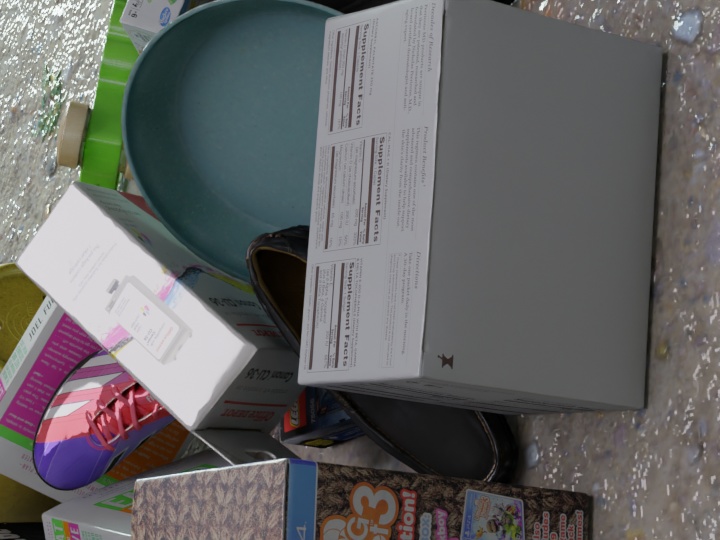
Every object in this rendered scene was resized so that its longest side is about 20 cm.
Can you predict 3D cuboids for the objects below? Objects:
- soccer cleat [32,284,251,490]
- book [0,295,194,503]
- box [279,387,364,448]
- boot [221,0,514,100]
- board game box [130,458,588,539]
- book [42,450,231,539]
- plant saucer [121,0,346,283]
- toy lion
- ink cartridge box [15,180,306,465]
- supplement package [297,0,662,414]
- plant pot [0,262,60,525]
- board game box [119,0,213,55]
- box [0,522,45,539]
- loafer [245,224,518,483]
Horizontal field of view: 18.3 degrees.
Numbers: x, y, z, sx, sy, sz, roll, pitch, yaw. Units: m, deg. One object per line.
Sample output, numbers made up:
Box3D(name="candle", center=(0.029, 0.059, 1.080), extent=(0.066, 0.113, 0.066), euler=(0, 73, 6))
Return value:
Box3D(name="soccer cleat", center=(-0.134, 0.072, 1.448), extent=(0.200, 0.068, 0.073), euler=(-42, 23, 2))
Box3D(name="book", center=(-0.160, 0.062, 1.498), extent=(0.200, 0.133, 0.048), euler=(-57, 27, 10))
Box3D(name="box", center=(0.000, 0.000, 1.397), extent=(0.137, 0.040, 0.201), euler=(-22, 64, 51))
Box3D(name="boot", center=(-0.009, -0.191, 1.376), extent=(0.210, 0.079, 0.158), euler=(-27, 55, 7))
Box3D(name="board game box", center=(-0.002, 0.164, 1.211), extent=(0.159, 0.199, 0.097), euler=(-14, 70, 54))
Box3D(name="book", center=(-0.095, 0.160, 1.398), extent=(0.200, 0.133, 0.048), euler=(2, 103, 55))
Box3D(name="plant saucer", center=(-0.040, -0.079, 1.311), extent=(0.200, 0.200, 0.036), euler=(-52, 9, 35))
Box3D(name="toy lion", center=(-0.186, -0.106, 1.660), extent=(0.192, 0.068, 0.201), euler=(-87, 10, -47))
Box3D(name="ink cartridge box", center=(-0.098, 0.037, 1.348), extent=(0.200, 0.116, 0.068), euler=(42, 101, 18))
Box3D(name="supplement package", center=(0.066, -0.030, 1.198), extent=(0.111, 0.155, 0.201), euler=(-6, 77, 54))
Box3D(name="plant pot", center=(-0.249, 0.075, 1.588), extent=(0.142, 0.199, 0.201), euler=(-57, 39, 46))
Box3D(name="board game box", center=(-0.092, -0.176, 1.411), extent=(0.200, 0.034, 0.135), euler=(67, -138, -73))
Box3D(name="box", center=(-0.174, 0.210, 1.492), extent=(0.200, 0.159, 0.050), euler=(14, 100, 57))
Box3D(name="loafer", center=(0.006, 0.055, 1.275), extent=(0.200, 0.072, 0.073), euler=(42, 100, 13))
